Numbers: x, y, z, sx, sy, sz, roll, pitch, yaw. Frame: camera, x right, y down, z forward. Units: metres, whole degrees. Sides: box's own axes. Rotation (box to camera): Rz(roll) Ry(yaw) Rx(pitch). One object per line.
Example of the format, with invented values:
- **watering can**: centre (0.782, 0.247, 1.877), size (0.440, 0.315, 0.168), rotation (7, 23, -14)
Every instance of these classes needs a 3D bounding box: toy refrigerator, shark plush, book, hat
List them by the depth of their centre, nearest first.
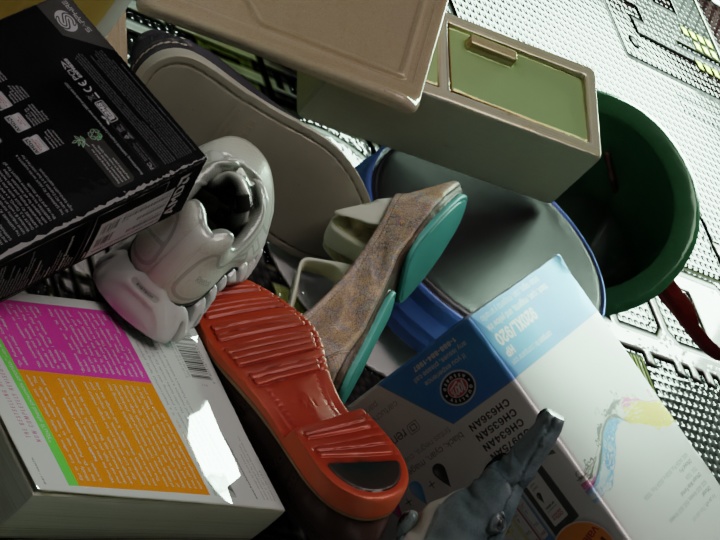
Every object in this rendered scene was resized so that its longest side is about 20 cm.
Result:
- **book**: centre (-0.135, 0.072, 1.265), size (0.199, 0.048, 0.134), rotation (10, 47, -53)
- **shark plush**: centre (0.059, 0.169, 1.315), size (0.091, 0.200, 0.083), rotation (42, -3, -40)
- **toy refrigerator**: centre (0.060, -0.119, 1.627), size (0.199, 0.070, 0.076), rotation (18, 52, -25)
- **hat**: centre (0.163, -0.010, 1.802), size (0.201, 0.165, 0.176), rotation (61, -8, 19)

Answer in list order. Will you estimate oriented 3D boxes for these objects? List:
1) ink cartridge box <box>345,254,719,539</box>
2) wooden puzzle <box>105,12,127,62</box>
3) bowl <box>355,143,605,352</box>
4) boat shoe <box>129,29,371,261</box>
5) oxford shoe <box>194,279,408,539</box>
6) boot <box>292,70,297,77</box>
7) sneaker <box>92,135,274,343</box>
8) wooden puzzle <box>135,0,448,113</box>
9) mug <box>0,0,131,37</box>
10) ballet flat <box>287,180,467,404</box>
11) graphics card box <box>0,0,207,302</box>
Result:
- **ink cartridge box**: centre (0.097, 0.126, 1.440), size (0.201, 0.147, 0.144), rotation (54, 28, 3)
- **wooden puzzle**: centre (-0.208, -0.130, 1.385), size (0.185, 0.046, 0.201), rotation (32, 30, -34)
- **bowl**: centre (0.076, -0.009, 1.624), size (0.199, 0.039, 0.202), rotation (24, 38, -20)
- **boat shoe**: centre (-0.066, -0.079, 1.507), size (0.200, 0.073, 0.063), rotation (40, 12, -34)
- **oxford shoe**: centre (-0.049, 0.081, 1.374), size (0.071, 0.073, 0.200), rotation (-7, 45, -32)
- **boot**: centre (-0.079, -0.184, 1.642), size (0.201, 0.068, 0.188), rotation (58, 21, -9)
- **sneaker**: centre (-0.078, -0.032, 1.375), size (0.075, 0.081, 0.200), rotation (38, 26, -6)
- **wooden puzzle**: centre (-0.033, -0.194, 1.560), size (0.184, 0.037, 0.201), rotation (20, 50, -5)
- **mug**: centre (-0.154, -0.201, 1.338), size (0.149, 0.153, 0.187), rotation (33, 30, -32)
- **ballet flat**: centre (0.000, 0.000, 1.487), size (0.067, 0.068, 0.200), rotation (26, 45, 9)
- **graphics card box**: centre (-0.189, -0.051, 1.225), size (0.199, 0.051, 0.126), rotation (-31, 71, -39)
